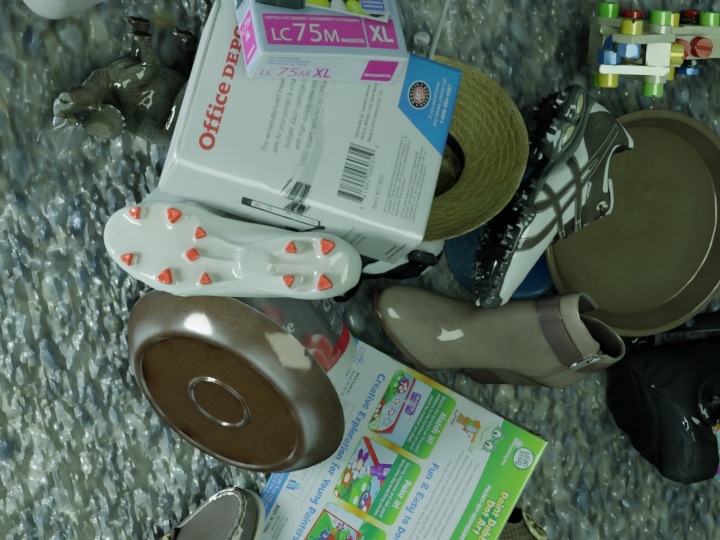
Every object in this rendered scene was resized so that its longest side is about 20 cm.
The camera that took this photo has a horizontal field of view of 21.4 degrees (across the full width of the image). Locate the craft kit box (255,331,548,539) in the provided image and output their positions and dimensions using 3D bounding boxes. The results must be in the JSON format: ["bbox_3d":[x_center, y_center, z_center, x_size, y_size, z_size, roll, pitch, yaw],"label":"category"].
[{"bbox_3d":[0.029,0.184,1.623,0.197,0.049,0.201,29,92,9],"label":"craft kit box"}]

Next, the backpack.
[{"bbox_3d":[0.342,0.119,1.735,0.199,0.167,0.127,-10,125,-22],"label":"backpack"}]

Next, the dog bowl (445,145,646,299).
[{"bbox_3d":[0.168,-0.051,1.675,0.200,0.050,0.112,-39,113,-9],"label":"dog bowl"}]

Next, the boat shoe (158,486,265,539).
[{"bbox_3d":[-0.159,0.258,1.594,0.200,0.072,0.060,-49,138,-1],"label":"boat shoe"}]

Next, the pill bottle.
[{"bbox_3d":[-0.097,0.014,1.550,0.111,0.111,0.200,-37,112,-10],"label":"pill bottle"}]

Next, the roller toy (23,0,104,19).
[{"bbox_3d":[-0.210,-0.291,1.403,0.139,0.200,0.183,-26,120,-15],"label":"roller toy"}]

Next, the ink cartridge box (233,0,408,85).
[{"bbox_3d":[-0.041,-0.234,1.442,0.119,0.042,0.201,0,59,-22],"label":"ink cartridge box"}]

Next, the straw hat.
[{"bbox_3d":[0.038,-0.083,1.590,0.200,0.201,0.085,-25,151,-15],"label":"straw hat"}]

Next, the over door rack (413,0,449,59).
[{"bbox_3d":[0.012,-0.248,1.560,0.147,0.067,0.201,24,78,-18],"label":"over door rack"}]

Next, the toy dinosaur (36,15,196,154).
[{"bbox_3d":[-0.157,-0.140,1.526,0.199,0.077,0.103,9,110,-28],"label":"toy dinosaur"}]

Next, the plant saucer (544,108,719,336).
[{"bbox_3d":[0.244,-0.042,1.665,0.199,0.029,0.201,-5,104,-20],"label":"plant saucer"}]

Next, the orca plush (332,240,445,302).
[{"bbox_3d":[0.000,0.000,1.576,0.105,0.200,0.071,23,105,18],"label":"orca plush"}]

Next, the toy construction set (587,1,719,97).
[{"bbox_3d":[0.279,-0.185,1.645,0.199,0.131,0.093,13,97,-24],"label":"toy construction set"}]

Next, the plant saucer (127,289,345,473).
[{"bbox_3d":[-0.107,0.096,1.522,0.200,0.200,0.032,52,49,-22],"label":"plant saucer"}]

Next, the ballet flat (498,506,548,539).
[{"bbox_3d":[0.094,0.198,1.692,0.199,0.067,0.046,31,97,-18],"label":"ballet flat"}]

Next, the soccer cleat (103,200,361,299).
[{"bbox_3d":[-0.096,-0.009,1.455,0.199,0.078,0.070,9,87,10],"label":"soccer cleat"}]

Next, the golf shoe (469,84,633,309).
[{"bbox_3d":[0.162,-0.049,1.569,0.094,0.078,0.201,28,82,-17],"label":"golf shoe"}]

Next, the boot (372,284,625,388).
[{"bbox_3d":[0.125,0.046,1.614,0.200,0.146,0.071,29,54,-46],"label":"boot"}]

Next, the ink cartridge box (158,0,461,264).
[{"bbox_3d":[-0.039,-0.108,1.462,0.199,0.084,0.147,18,73,-11],"label":"ink cartridge box"}]
